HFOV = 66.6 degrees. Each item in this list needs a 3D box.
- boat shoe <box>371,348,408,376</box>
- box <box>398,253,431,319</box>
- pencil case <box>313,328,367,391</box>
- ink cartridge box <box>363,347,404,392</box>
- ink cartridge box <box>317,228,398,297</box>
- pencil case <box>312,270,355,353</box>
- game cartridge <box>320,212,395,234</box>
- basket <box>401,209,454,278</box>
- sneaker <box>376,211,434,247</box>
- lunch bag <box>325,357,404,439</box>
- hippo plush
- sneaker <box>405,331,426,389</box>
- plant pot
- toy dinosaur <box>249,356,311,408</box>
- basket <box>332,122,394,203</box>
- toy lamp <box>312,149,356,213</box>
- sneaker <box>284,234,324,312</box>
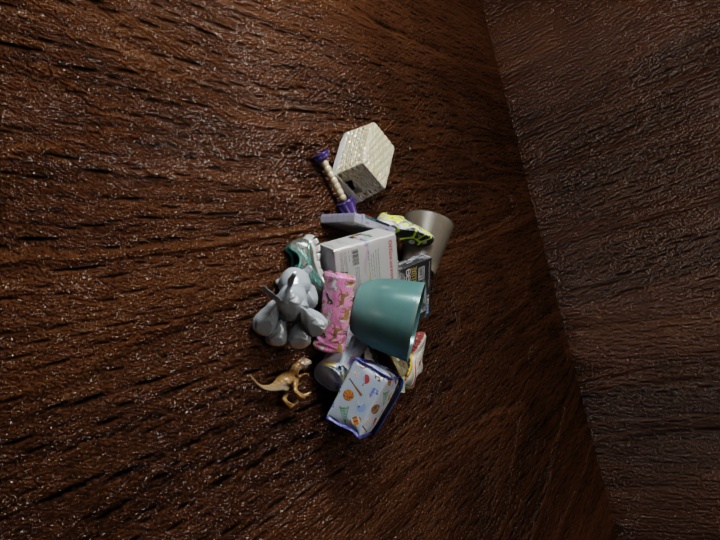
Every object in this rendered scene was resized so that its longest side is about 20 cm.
[{"bbox_3d":[0.071,0.202,1.505,0.062,0.073,0.201,-20,90,-46],"label":"boat shoe"},{"bbox_3d":[0.145,0.065,1.669,0.157,0.050,0.201,-19,118,-38],"label":"box"},{"bbox_3d":[-0.042,0.218,1.416,0.083,0.091,0.200,34,38,5],"label":"pencil case"},{"bbox_3d":[0.057,0.240,1.551,0.145,0.048,0.202,14,67,-32],"label":"ink cartridge box"},{"bbox_3d":[-0.003,-0.018,1.465,0.199,0.084,0.146,-17,113,-31],"label":"ink cartridge box"},{"bbox_3d":[-0.065,0.103,1.337,0.087,0.082,0.202,-135,-127,-80],"label":"pencil case"},{"bbox_3d":[-0.002,-0.130,1.563,0.199,0.129,0.039,14,76,-52],"label":"game cartridge"},{"bbox_3d":[0.213,-0.080,1.840,0.136,0.179,0.201,101,2,-66],"label":"basket"},{"bbox_3d":[0.144,-0.137,1.751,0.199,0.076,0.077,20,50,-7],"label":"sneaker"},{"bbox_3d":[0.022,0.319,1.377,0.171,0.123,0.200,-60,163,-4],"label":"lunch bag"},{"bbox_3d":[-0.173,0.070,1.276,0.161,0.158,0.201,-100,164,-59],"label":"hippo plush"},{"bbox_3d":[0.157,0.275,1.699,0.082,0.077,0.201,53,49,-35],"label":"sneaker"},{"bbox_3d":[0.065,0.110,1.381,0.201,0.160,0.202,14,90,-80],"label":"plant pot"},{"bbox_3d":[-0.176,0.262,1.256,0.106,0.060,0.200,53,28,9],"label":"toy dinosaur"},{"bbox_3d":[0.013,-0.329,1.662,0.136,0.123,0.201,43,47,-36],"label":"basket"},{"bbox_3d":[-0.069,-0.247,1.577,0.058,0.058,0.201,-48,117,-51],"label":"toy lamp"},{"bbox_3d":[-0.140,0.012,1.385,0.091,0.077,0.201,-12,85,-39],"label":"sneaker"}]
